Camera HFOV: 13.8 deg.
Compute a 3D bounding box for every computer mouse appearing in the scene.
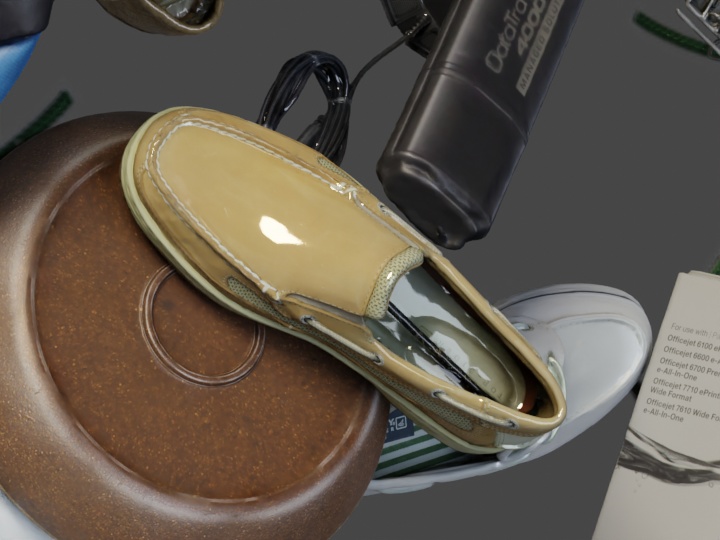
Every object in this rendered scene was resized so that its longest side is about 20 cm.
[{"bbox_3d":[0.011,-0.093,1.247,0.200,0.034,0.059,-45,110,-34],"label":"computer mouse"}]

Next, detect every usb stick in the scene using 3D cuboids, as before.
[{"bbox_3d":[0.057,-0.092,1.218,0.055,0.033,0.200,40,49,-19],"label":"usb stick"}]

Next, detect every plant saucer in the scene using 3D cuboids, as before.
[{"bbox_3d":[-0.068,0.025,1.180,0.200,0.034,0.201,11,67,-26],"label":"plant saucer"}]

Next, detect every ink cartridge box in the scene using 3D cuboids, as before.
[{"bbox_3d":[0.185,0.118,1.356,0.145,0.084,0.200,25,81,-44],"label":"ink cartridge box"}]

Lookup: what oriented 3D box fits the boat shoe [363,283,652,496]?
[{"bbox_3d":[0.058,0.060,1.291,0.200,0.067,0.074,-22,107,-29],"label":"boat shoe"}]

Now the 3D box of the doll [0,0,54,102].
[{"bbox_3d":[-0.169,-0.103,1.070,0.200,0.048,0.137,-10,103,-9],"label":"doll"}]

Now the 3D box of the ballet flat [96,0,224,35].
[{"bbox_3d":[-0.092,-0.170,1.136,0.068,0.072,0.200,-31,129,-21],"label":"ballet flat"}]

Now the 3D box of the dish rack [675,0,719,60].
[{"bbox_3d":[0.227,-0.124,1.390,0.200,0.055,0.154,40,72,-27],"label":"dish rack"}]

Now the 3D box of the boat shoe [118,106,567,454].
[{"bbox_3d":[0.000,0.000,1.154,0.200,0.076,0.072,32,78,-14],"label":"boat shoe"}]

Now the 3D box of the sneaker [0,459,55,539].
[{"bbox_3d":[-0.100,0.090,1.190,0.200,0.073,0.085,11,92,-32],"label":"sneaker"}]
